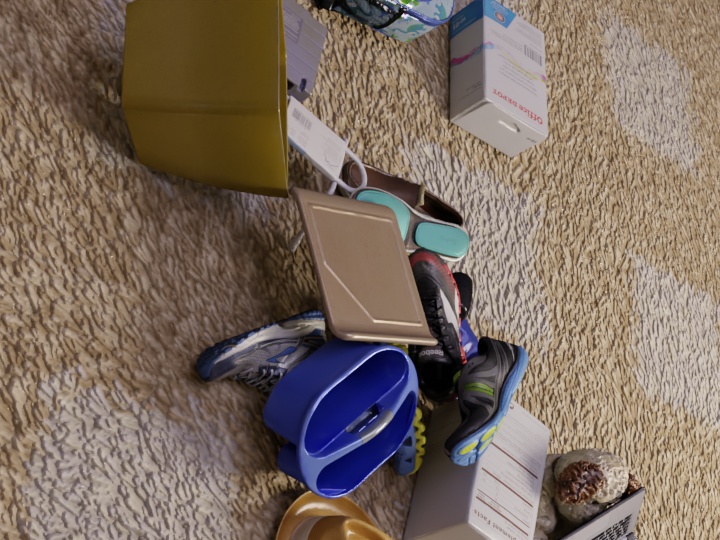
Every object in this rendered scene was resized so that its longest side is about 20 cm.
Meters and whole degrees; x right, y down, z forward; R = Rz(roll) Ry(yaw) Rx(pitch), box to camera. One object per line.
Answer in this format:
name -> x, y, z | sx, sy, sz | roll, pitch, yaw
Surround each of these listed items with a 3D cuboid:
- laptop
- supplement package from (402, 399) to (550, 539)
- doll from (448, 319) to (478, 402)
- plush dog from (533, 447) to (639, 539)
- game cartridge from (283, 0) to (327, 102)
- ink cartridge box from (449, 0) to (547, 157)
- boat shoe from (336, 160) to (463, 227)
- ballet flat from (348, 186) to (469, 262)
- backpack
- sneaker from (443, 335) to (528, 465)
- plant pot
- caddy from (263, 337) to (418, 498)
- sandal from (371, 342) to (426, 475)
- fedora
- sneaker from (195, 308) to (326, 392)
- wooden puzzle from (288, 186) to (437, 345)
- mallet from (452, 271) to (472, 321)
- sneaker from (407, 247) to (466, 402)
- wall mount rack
laptop -> 0.314, 0.410, 1.675 | 0.186, 0.201, 0.116 | -28, 57, -17
supplement package -> 0.148, 0.269, 1.630 | 0.117, 0.116, 0.202 | 38, 48, -25
doll -> 0.146, 0.131, 1.747 | 0.136, 0.048, 0.202 | -19, 85, -45
plush dog -> 0.272, 0.283, 1.695 | 0.199, 0.171, 0.163 | 8, 64, -51
game cartridge -> -0.134, -0.325, 1.703 | 0.199, 0.038, 0.131 | 34, 46, -29
ink cartridge box -> 0.212, -0.297, 1.997 | 0.144, 0.084, 0.202 | 25, 53, -35
boat shoe -> 0.058, -0.099, 1.752 | 0.201, 0.074, 0.076 | 27, 53, -34
ballet flat -> 0.052, -0.055, 1.701 | 0.198, 0.069, 0.070 | 19, 58, -32
backpack -> 0.051, -0.432, 1.857 | 0.199, 0.146, 0.185 | 23, 58, -39
sneaker -> 0.139, 0.156, 1.572 | 0.082, 0.071, 0.200 | 25, 46, 6
plant pot -> -0.173, -0.211, 1.471 | 0.174, 0.201, 0.203 | -2, 65, -1
caddy -> -0.014, 0.166, 1.479 | 0.199, 0.104, 0.143 | -38, 125, -35
sandal -> 0.026, 0.156, 1.608 | 0.086, 0.079, 0.203 | -14, 87, -11
fedora -> -0.009, 0.339, 1.463 | 0.199, 0.081, 0.203 | 23, 55, -37
sneaker -> -0.102, 0.105, 1.494 | 0.199, 0.077, 0.086 | -17, 88, -47
wooden puzzle -> 0.000, 0.000, 1.542 | 0.184, 0.037, 0.202 | 8, 56, -51
mallet -> 0.061, -0.006, 1.706 | 0.199, 0.041, 0.066 | 32, 41, -3
sneaker -> 0.092, 0.074, 1.635 | 0.098, 0.070, 0.203 | -41, 123, -77
wall mount rack -> -0.088, -0.134, 1.630 | 0.199, 0.074, 0.175 | 39, 44, -25
